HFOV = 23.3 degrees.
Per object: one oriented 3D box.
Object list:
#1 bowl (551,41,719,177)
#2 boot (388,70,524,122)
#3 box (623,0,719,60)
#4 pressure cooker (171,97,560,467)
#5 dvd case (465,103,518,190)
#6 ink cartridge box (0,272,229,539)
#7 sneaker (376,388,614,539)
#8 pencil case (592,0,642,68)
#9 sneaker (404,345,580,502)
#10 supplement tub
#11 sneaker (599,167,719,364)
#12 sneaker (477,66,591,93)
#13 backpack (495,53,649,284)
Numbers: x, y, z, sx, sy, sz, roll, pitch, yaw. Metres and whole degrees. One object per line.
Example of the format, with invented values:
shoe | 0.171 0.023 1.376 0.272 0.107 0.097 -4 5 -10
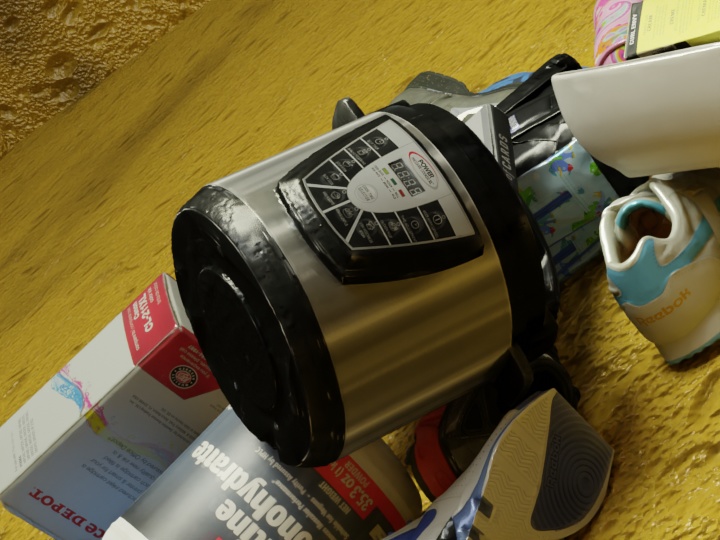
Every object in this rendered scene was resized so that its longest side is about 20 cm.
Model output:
bowl | 0.241 -0.110 1.088 0.199 0.075 0.200 -6 9 39
boot | 0.077 -0.099 1.447 0.199 0.068 0.131 14 45 42
box | 0.285 -0.173 1.204 0.199 0.075 0.050 -11 59 42
pressure cooker | 0.011 -0.002 1.006 0.199 0.177 0.178 -24 22 -22
dvd case | 0.033 0.000 1.173 0.200 0.025 0.151 -41 34 33
ink cartridge box | -0.168 0.124 1.357 0.200 0.146 0.083 -42 35 12
sneaker | 0.048 0.154 0.978 0.115 0.081 0.200 -13 35 53
pencil case | 0.228 -0.185 1.402 0.087 0.087 0.200 -34 20 24
sneaker | 0.099 0.064 1.102 0.098 0.071 0.201 -29 24 36
supplement tub | -0.071 0.172 1.088 0.200 0.140 0.140 -46 18 -14
sneaker | 0.196 -0.028 1.096 0.076 0.081 0.200 -35 17 24
sneaker | 0.158 -0.150 1.497 0.078 0.066 0.200 -47 17 -29
backpack | 0.102 -0.044 1.265 0.199 0.154 0.163 -27 26 2
